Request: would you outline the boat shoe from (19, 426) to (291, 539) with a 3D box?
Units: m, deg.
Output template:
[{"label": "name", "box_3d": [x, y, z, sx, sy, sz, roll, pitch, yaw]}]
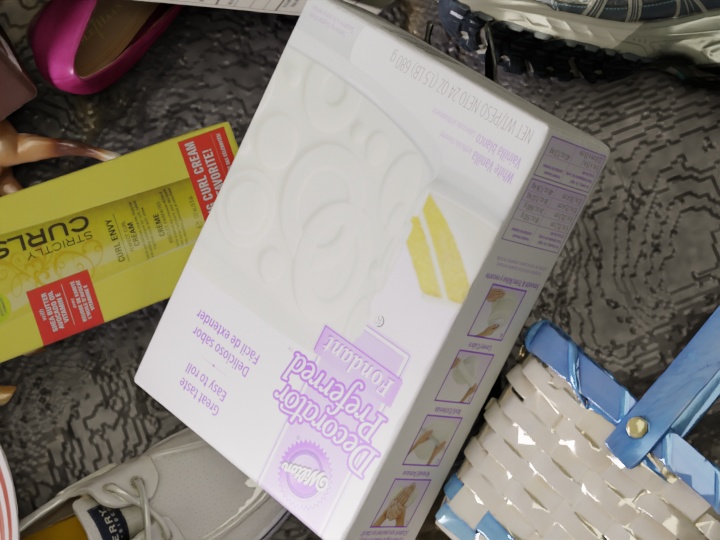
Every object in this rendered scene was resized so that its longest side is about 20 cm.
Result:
[{"label": "boat shoe", "box_3d": [-0.113, 0.124, 0.763, 0.198, 0.070, 0.071, -24, 80, -5]}]

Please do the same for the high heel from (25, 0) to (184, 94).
[{"label": "high heel", "box_3d": [-0.084, -0.165, 0.802, 0.067, 0.096, 0.200, 41, 89, -28]}]

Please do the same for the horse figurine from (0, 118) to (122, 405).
[{"label": "horse figurine", "box_3d": [-0.199, -0.017, 0.802, 0.132, 0.050, 0.201, 30, 77, -3]}]

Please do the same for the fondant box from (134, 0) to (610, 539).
[{"label": "fondant box", "box_3d": [0.000, 0.000, 0.714, 0.144, 0.058, 0.201, 34, 105, 34]}]

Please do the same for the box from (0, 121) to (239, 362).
[{"label": "box", "box_3d": [-0.144, -0.005, 0.758, 0.199, 0.050, 0.076, -21, 97, -27]}]

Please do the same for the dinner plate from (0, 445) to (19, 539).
[{"label": "dinner plate", "box_3d": [-0.225, 0.151, 0.741, 0.199, 0.024, 0.202, -13, 64, 29]}]

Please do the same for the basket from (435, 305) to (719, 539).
[{"label": "basket", "box_3d": [0.137, 0.069, 0.729, 0.139, 0.176, 0.201, 37, 96, 17]}]

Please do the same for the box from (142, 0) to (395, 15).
[{"label": "box", "box_3d": [-0.075, -0.182, 0.710, 0.198, 0.128, 0.110, 3, 87, -12]}]

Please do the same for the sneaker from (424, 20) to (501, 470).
[{"label": "sneaker", "box_3d": [0.043, -0.009, 0.773, 0.059, 0.104, 0.202, 3, 79, 0]}]

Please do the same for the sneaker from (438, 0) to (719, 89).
[{"label": "sneaker", "box_3d": [0.136, -0.141, 0.816, 0.198, 0.078, 0.087, 4, 84, -10]}]

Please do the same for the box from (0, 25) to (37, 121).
[{"label": "box", "box_3d": [-0.265, -0.073, 0.772, 0.199, 0.075, 0.100, -36, 52, -2]}]
